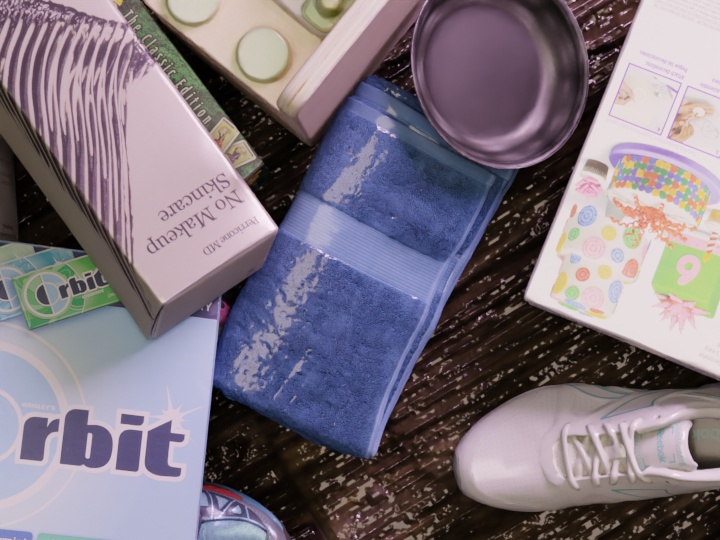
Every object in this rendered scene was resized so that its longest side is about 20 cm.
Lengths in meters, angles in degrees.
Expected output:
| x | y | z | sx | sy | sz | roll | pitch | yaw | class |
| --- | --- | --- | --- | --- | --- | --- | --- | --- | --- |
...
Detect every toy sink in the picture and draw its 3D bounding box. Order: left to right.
| x | y | z | sx | sy | sz | roll | pitch | yaw | class |
| --- | --- | --- | --- | --- | --- | --- | --- | --- | --- |
| -0.034 | -0.156 | 1.242 | 0.112 | 0.200 | 0.130 | 39 | 91 | 2 | toy sink |

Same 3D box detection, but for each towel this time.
| x | y | z | sx | sy | sz | roll | pitch | yaw | class |
| --- | --- | --- | --- | --- | --- | --- | --- | --- | --- |
| 0.000 | 0.000 | 1.295 | 0.112 | 0.049 | 0.200 | 28 | 90 | -25 | towel |

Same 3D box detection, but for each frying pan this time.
| x | y | z | sx | sy | sz | roll | pitch | yaw | class |
| --- | --- | --- | --- | --- | --- | --- | --- | --- | --- |
| 0.072 | -0.150 | 1.281 | 0.115 | 0.031 | 0.190 | -2 | 86 | -28 | frying pan |

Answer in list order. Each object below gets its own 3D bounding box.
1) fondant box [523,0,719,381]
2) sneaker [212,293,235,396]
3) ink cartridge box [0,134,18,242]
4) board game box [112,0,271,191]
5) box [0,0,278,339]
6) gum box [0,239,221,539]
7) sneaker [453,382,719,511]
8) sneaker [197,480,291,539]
| x | y | z | sx | sy | sz | roll | pitch | yaw | class |
| --- | --- | --- | --- | --- | --- | --- | --- | --- | --- |
| 0.192 | -0.049 | 1.270 | 0.144 | 0.058 | 0.200 | 22 | 91 | 4 | fondant box |
| -0.172 | 0.046 | 1.302 | 0.200 | 0.080 | 0.086 | 7 | 91 | 3 | sneaker |
| -0.275 | -0.104 | 1.304 | 0.146 | 0.084 | 0.200 | -4 | 89 | 1 | ink cartridge box |
| -0.118 | -0.129 | 1.291 | 0.023 | 0.105 | 0.200 | -37 | 89 | 2 | board game box |
| -0.134 | -0.070 | 1.217 | 0.082 | 0.068 | 0.200 | -35 | 81 | -19 | box |
| -0.167 | 0.089 | 1.227 | 0.170 | 0.045 | 0.200 | 8 | 75 | -8 | gum box |
| 0.150 | 0.095 | 1.292 | 0.200 | 0.080 | 0.071 | -8 | 90 | 3 | sneaker |
| -0.138 | 0.153 | 1.289 | 0.200 | 0.096 | 0.079 | 9 | 89 | 2 | sneaker |
